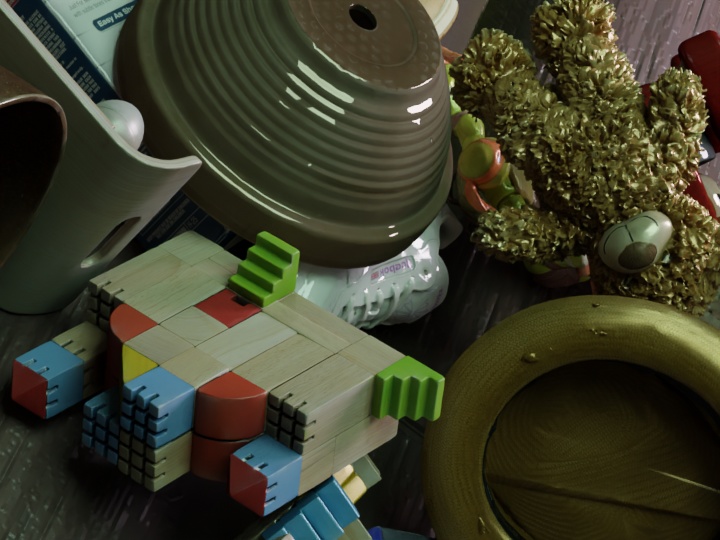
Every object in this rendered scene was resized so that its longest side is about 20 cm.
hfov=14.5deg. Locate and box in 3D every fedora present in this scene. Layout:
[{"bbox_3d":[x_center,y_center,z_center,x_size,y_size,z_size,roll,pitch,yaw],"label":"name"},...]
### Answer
[{"bbox_3d":[0.130,0.102,1.505,0.201,0.201,0.082,43,5,-5],"label":"fedora"}]

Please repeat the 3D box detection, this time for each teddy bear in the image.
[{"bbox_3d":[0.126,-0.060,1.525,0.145,0.067,0.200,-9,70,-1],"label":"teddy bear"}]

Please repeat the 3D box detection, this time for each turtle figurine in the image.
[{"bbox_3d":[0.090,-0.038,1.633,0.200,0.064,0.161,53,6,25],"label":"turtle figurine"}]

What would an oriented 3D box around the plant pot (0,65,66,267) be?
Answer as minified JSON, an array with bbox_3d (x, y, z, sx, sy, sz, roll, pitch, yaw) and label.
[{"bbox_3d":[-0.275,-0.069,1.326,0.200,0.187,0.187,40,40,13],"label":"plant pot"}]

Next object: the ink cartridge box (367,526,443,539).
[{"bbox_3d":[0.052,0.194,1.486,0.200,0.039,0.099,13,53,-32],"label":"ink cartridge box"}]

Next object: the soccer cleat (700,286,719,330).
[{"bbox_3d":[0.203,0.013,1.552,0.078,0.200,0.069,31,59,-19],"label":"soccer cleat"}]

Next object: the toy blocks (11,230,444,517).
[{"bbox_3d":[-0.079,0.056,1.407,0.200,0.100,0.137,30,39,30],"label":"toy blocks"}]

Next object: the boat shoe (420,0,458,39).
[{"bbox_3d":[-0.012,-0.130,1.653,0.069,0.074,0.200,51,42,-5],"label":"boat shoe"}]

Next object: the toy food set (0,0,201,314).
[{"bbox_3d":[-0.184,-0.088,1.421,0.200,0.144,0.060,49,42,2],"label":"toy food set"}]

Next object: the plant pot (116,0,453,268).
[{"bbox_3d":[-0.022,-0.107,1.509,0.201,0.093,0.201,22,42,-21],"label":"plant pot"}]

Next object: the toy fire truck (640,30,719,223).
[{"bbox_3d":[0.193,-0.042,1.685,0.200,0.112,0.168,13,52,-86],"label":"toy fire truck"}]

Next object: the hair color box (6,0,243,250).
[{"bbox_3d":[-0.121,-0.101,1.547,0.200,0.061,0.100,52,40,4],"label":"hair color box"}]

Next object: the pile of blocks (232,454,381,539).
[{"bbox_3d":[-0.037,0.158,1.388,0.200,0.082,0.062,-42,101,-39],"label":"pile of blocks"}]

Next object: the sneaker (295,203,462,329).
[{"bbox_3d":[0.000,0.000,1.561,0.100,0.075,0.200,41,42,-6],"label":"sneaker"}]
